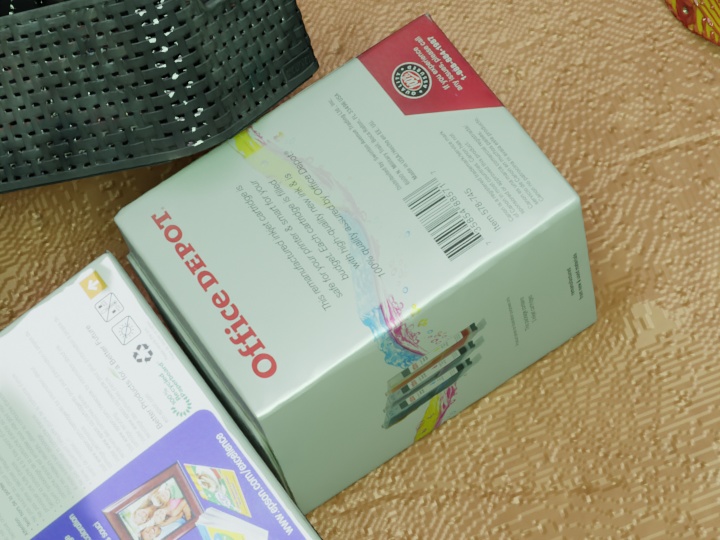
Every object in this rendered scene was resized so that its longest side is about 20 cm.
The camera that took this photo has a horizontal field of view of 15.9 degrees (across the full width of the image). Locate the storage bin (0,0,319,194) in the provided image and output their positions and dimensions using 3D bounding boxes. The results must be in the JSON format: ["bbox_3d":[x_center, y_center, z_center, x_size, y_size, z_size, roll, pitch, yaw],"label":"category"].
[{"bbox_3d":[-0.140,-0.112,1.358,0.199,0.094,0.135,-8,20,32],"label":"storage bin"}]

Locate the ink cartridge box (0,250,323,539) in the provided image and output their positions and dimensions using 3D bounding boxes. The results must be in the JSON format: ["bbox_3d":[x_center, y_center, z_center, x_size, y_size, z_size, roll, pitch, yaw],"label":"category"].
[{"bbox_3d":[-0.149,0.126,1.295,0.200,0.043,0.198,-36,75,-4],"label":"ink cartridge box"}]

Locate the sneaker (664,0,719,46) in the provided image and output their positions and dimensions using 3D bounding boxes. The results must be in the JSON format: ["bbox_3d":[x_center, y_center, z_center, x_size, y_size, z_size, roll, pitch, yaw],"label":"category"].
[{"bbox_3d":[0.230,-0.156,1.441,0.077,0.073,0.200,-32,66,-32],"label":"sneaker"}]

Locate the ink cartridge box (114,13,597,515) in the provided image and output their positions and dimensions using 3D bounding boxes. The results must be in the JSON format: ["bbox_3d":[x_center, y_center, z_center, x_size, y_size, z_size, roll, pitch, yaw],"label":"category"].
[{"bbox_3d":[0.000,0.000,1.346,0.200,0.145,0.145,-33,64,-8],"label":"ink cartridge box"}]

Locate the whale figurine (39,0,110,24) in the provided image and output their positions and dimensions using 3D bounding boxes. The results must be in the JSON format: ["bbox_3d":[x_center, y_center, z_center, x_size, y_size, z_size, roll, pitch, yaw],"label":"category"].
[{"bbox_3d":[-0.170,-0.206,1.509,0.199,0.104,0.160,8,82,37],"label":"whale figurine"}]
